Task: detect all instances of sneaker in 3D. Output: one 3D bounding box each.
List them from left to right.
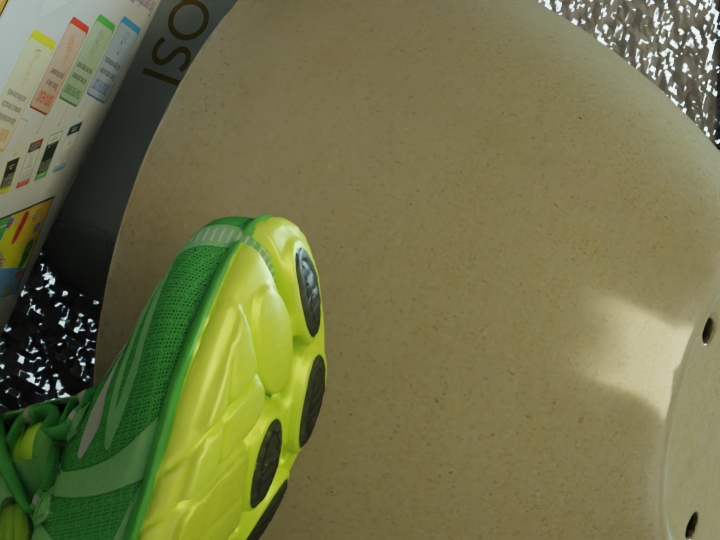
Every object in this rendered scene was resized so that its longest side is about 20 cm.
[{"bbox_3d":[-0.074,0.063,0.680,0.083,0.200,0.074,36,31,8],"label":"sneaker"}]

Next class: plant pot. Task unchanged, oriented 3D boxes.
[{"bbox_3d":[0.040,0.022,0.761,0.200,0.134,0.201,-37,135,-50],"label":"plant pot"}]

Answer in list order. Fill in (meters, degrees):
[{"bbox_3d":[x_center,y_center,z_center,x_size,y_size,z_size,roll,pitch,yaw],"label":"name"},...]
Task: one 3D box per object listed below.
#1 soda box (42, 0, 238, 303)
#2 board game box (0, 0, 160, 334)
[{"bbox_3d":[-0.024,-0.082,0.820,0.068,0.063,0.201,83,30,-69],"label":"soda box"},{"bbox_3d":[-0.110,-0.011,0.673,0.201,0.040,0.153,-64,174,-1],"label":"board game box"}]
